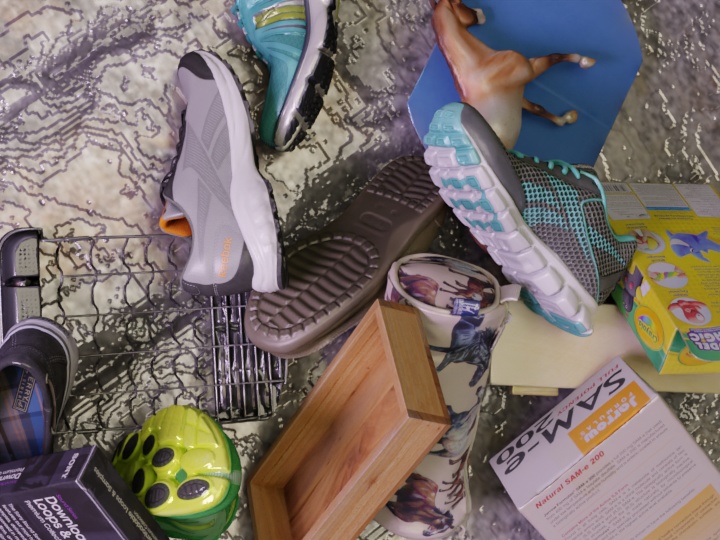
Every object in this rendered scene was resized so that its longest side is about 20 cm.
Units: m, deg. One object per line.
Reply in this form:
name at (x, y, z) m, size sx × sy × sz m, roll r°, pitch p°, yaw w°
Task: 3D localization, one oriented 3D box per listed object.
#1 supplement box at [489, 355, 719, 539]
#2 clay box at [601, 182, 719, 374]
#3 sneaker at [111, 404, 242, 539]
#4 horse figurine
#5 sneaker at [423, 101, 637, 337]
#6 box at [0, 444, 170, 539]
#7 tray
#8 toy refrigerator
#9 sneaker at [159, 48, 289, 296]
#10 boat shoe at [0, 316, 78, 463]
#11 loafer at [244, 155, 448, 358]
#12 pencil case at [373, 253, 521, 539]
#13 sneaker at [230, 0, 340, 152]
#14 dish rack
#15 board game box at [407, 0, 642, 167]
supplement box at (0.205, 0.178, 1.011) m, size 0.126 × 0.074 × 0.200 m, roll -39°, pitch 114°, yaw 3°
clay box at (0.243, 0.011, 1.012) m, size 0.115 × 0.200 × 0.048 m, roll 0°, pitch 130°, yaw -18°
sneaker at (-0.111, 0.136, 0.912) m, size 0.083 × 0.200 × 0.074 m, roll 22°, pitch 72°, yaw -18°
horse figurine at (0.106, -0.095, 1.007) m, size 0.132 × 0.050 × 0.201 m, roll 11°, pitch 79°, yaw -30°
sneaker at (0.120, -0.049, 0.949) m, size 0.091 × 0.078 × 0.200 m, roll -47°, pitch 122°, yaw -13°
box at (-0.211, 0.182, 0.876) m, size 0.143 × 0.199 × 0.036 m, roll 60°, pitch 32°, yaw -31°
tray at (-0.013, 0.123, 0.927) m, size 0.037 × 0.200 × 0.099 m, roll 14°, pitch 40°, yaw -27°
toy refrigerator at (0.180, 0.061, 1.049) m, size 0.199 × 0.076 × 0.070 m, roll 4°, pitch 86°, yaw -14°
sneaker at (-0.105, -0.070, 0.955) m, size 0.079 × 0.074 × 0.201 m, roll -13°, pitch 59°, yaw -5°
boat shoe at (-0.229, 0.128, 0.906) m, size 0.070 × 0.066 × 0.200 m, roll 21°, pitch 113°, yaw -1°
loafer at (0.000, 0.000, 0.989) m, size 0.076 × 0.068 × 0.200 m, roll 31°, pitch 59°, yaw 32°
pencil case at (0.052, 0.092, 0.977) m, size 0.089 × 0.078 × 0.201 m, roll 15°, pitch 116°, yaw 16°
sneaker at (-0.056, -0.183, 1.015) m, size 0.079 × 0.078 × 0.201 m, roll 4°, pitch 80°, yaw 5°
dish rack at (-0.151, 0.042, 0.980) m, size 0.199 × 0.055 × 0.154 m, roll -2°, pitch 89°, yaw -16°
board game box at (0.122, -0.146, 1.066) m, size 0.158 × 0.039 × 0.200 m, roll 28°, pitch 83°, yaw -18°
